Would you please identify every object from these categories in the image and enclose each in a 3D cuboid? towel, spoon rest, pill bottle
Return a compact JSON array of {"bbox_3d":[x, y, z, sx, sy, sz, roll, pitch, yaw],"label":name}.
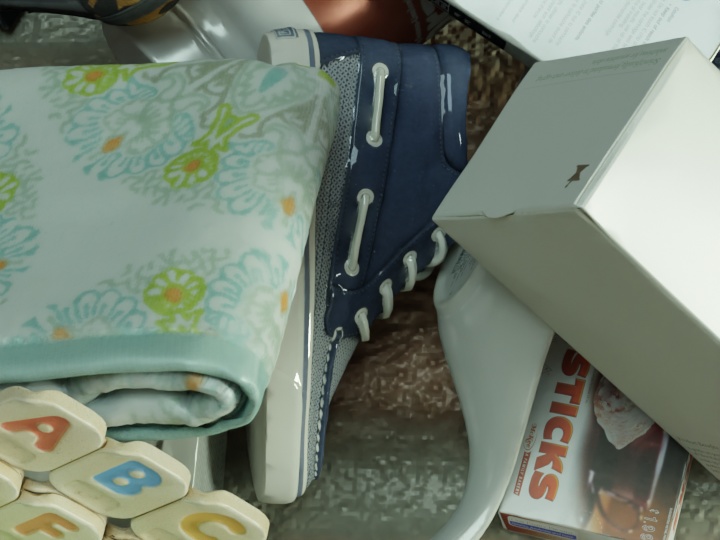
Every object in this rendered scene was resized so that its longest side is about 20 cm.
[{"bbox_3d":[-0.117,-0.013,0.807,0.199,0.048,0.172,-1,48,14],"label":"towel"},{"bbox_3d":[0.047,0.047,0.890,0.060,0.099,0.201,30,82,-13],"label":"spoon rest"},{"bbox_3d":[-0.014,-0.139,0.965,0.200,0.112,0.112,-39,66,-10],"label":"pill bottle"}]

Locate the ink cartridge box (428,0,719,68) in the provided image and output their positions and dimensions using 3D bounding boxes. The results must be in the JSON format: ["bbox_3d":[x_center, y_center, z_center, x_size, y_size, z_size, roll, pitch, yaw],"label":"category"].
[{"bbox_3d":[0.083,-0.136,0.889,0.200,0.039,0.100,35,88,3],"label":"ink cartridge box"}]

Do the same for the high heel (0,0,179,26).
[{"bbox_3d":[-0.094,-0.200,0.922,0.142,0.071,0.201,8,79,43],"label":"high heel"}]

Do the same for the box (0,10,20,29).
[{"bbox_3d":[-0.182,-0.240,1.031,0.106,0.122,0.200,20,69,18],"label":"box"}]

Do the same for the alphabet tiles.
[{"bbox_3d":[-0.138,0.103,0.815,0.195,0.200,0.015,-26,41,39],"label":"alphabet tiles"}]

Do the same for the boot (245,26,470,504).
[{"bbox_3d":[0.000,0.000,0.897,0.090,0.073,0.201,2,97,-12],"label":"boot"}]

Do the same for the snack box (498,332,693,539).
[{"bbox_3d":[0.120,0.024,0.916,0.072,0.024,0.201,11,67,16],"label":"snack box"}]

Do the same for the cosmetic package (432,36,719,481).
[{"bbox_3d":[0.139,0.009,0.818,0.200,0.107,0.085,43,71,-22],"label":"cosmetic package"}]

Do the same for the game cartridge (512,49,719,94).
[{"bbox_3d":[0.167,-0.082,0.895,0.200,0.040,0.134,23,86,37],"label":"game cartridge"}]

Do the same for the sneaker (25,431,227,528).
[{"bbox_3d":[-0.113,0.023,0.899,0.115,0.074,0.201,6,89,13],"label":"sneaker"}]
